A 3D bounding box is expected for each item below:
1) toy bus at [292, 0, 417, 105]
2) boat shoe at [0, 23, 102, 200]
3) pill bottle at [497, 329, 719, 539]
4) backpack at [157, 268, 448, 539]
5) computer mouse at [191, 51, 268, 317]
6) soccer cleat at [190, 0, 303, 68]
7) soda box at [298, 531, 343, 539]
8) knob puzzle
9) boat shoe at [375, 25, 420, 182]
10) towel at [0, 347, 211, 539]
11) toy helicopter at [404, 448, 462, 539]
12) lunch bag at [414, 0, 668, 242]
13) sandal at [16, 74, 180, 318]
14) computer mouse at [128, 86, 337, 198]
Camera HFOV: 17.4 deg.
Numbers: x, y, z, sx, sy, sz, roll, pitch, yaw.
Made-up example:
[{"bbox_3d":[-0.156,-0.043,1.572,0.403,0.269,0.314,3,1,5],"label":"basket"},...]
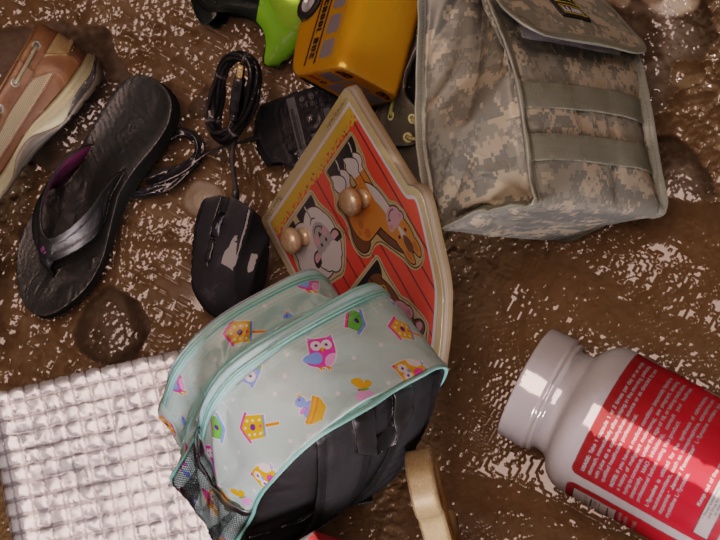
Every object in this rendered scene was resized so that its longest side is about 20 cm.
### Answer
[{"bbox_3d":[0.010,-0.224,1.732,0.065,0.078,0.201,25,72,-31],"label":"toy bus"},{"bbox_3d":[-0.282,-0.102,1.779,0.074,0.076,0.200,42,81,-14],"label":"boat shoe"},{"bbox_3d":[0.203,0.125,1.649,0.199,0.112,0.113,28,87,12],"label":"pill bottle"},{"bbox_3d":[-0.039,0.090,1.594,0.175,0.200,0.154,-27,79,-26],"label":"backpack"},{"bbox_3d":[-0.099,-0.061,1.730,0.058,0.034,0.201,8,102,35],"label":"computer mouse"},{"bbox_3d":[-0.114,-0.236,1.786,0.200,0.067,0.081,43,102,13],"label":"soccer cleat"},{"bbox_3d":[-0.024,0.229,1.627,0.063,0.200,0.070,-32,78,3],"label":"soda box"},{"bbox_3d":[0.000,0.000,1.673,0.030,0.220,0.220,-17,75,-34],"label":"knob puzzle"},{"bbox_3d":[0.050,-0.119,1.733,0.072,0.060,0.203,15,84,-9],"label":"boat shoe"},{"bbox_3d":[-0.161,0.152,1.724,0.199,0.086,0.166,-14,81,6],"label":"towel"},{"bbox_3d":[0.057,0.207,1.614,0.078,0.201,0.133,-10,40,8],"label":"toy helicopter"},{"bbox_3d":[0.123,-0.129,1.666,0.117,0.164,0.201,-16,77,39],"label":"lunch bag"},{"bbox_3d":[-0.210,-0.060,1.773,0.075,0.048,0.201,30,93,27],"label":"sandal"},{"bbox_3d":[-0.086,-0.093,1.778,0.199,0.034,0.059,-14,77,14],"label":"computer mouse"}]
